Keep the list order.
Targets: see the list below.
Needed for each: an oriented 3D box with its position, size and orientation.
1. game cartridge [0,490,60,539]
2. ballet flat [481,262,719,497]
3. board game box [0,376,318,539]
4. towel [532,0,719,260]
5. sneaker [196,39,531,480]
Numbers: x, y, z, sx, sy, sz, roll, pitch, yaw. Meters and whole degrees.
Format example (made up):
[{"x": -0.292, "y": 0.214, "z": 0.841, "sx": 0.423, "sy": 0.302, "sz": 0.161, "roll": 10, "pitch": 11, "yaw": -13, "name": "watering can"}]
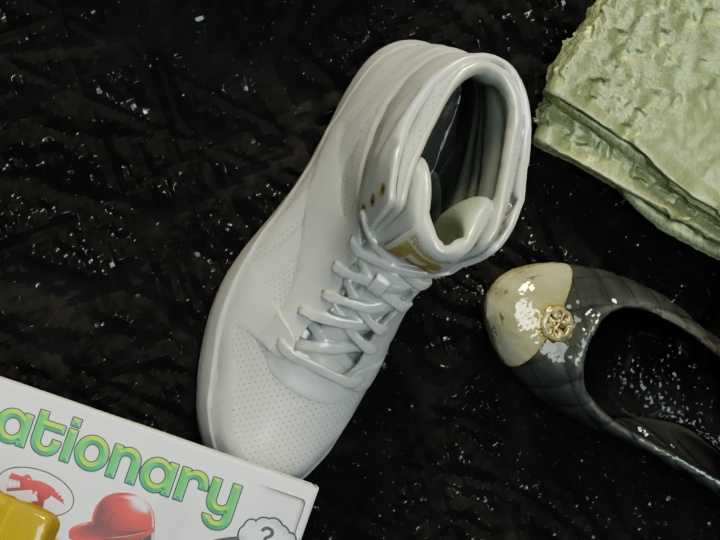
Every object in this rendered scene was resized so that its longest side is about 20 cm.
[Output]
[{"x": -0.237, "y": 0.131, "z": 0.892, "sx": 0.200, "sy": 0.032, "sz": 0.176, "roll": 23, "pitch": 85, "yaw": 9, "name": "game cartridge"}, {"x": 0.141, "y": 0.054, "z": 1.015, "sx": 0.200, "sy": 0.057, "sz": 0.067, "roll": 30, "pitch": 87, "yaw": -14, "name": "ballet flat"}, {"x": -0.130, "y": 0.112, "z": 0.938, "sx": 0.200, "sy": 0.035, "sz": 0.126, "roll": 19, "pitch": 86, "yaw": -4, "name": "board game box"}, {"x": 0.174, "y": -0.106, "z": 1.032, "sx": 0.148, "sy": 0.036, "sz": 0.200, "roll": 33, "pitch": 84, "yaw": -13, "name": "towel"}, {"x": 0.000, "y": 0.000, "z": 0.947, "sx": 0.074, "sy": 0.116, "sz": 0.200, "roll": 24, "pitch": 88, "yaw": -17, "name": "sneaker"}]
